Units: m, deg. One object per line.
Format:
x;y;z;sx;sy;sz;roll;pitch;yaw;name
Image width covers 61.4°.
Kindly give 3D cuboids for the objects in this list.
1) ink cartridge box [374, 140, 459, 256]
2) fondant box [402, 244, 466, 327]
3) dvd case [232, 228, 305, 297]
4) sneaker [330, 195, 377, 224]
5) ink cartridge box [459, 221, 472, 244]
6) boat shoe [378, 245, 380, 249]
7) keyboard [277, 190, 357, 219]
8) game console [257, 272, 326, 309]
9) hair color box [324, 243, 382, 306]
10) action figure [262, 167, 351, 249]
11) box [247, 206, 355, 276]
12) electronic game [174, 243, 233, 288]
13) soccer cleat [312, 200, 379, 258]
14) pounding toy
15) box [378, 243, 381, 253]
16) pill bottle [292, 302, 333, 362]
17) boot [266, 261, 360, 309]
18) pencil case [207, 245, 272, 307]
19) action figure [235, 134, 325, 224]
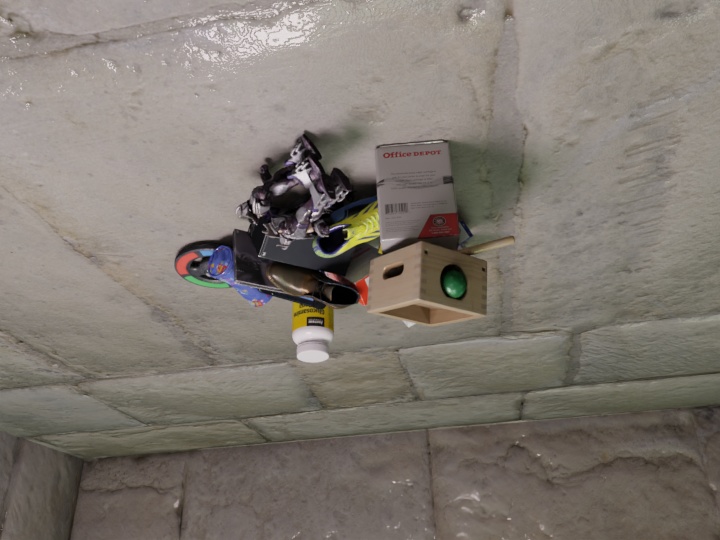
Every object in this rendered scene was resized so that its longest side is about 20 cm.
0.104;-0.133;1.146;0.144;0.203;0.083;-4;155;4;ink cartridge box
0.173;0.026;1.439;0.198;0.145;0.058;-32;123;18;fondant box
-0.179;-0.014;1.319;0.197;0.150;0.016;13;134;-27;dvd case
0.035;-0.113;1.271;0.197;0.079;0.070;-15;177;13;sneaker
0.160;-0.036;1.377;0.199;0.045;0.094;-37;175;15;ink cartridge box
0.089;-0.039;1.447;0.071;0.077;0.200;5;152;-17;boat shoe
-0.076;-0.132;1.226;0.126;0.021;0.200;-28;174;17;keyboard
-0.124;-0.007;1.451;0.198;0.174;0.118;18;172;-32;game console
0.000;0.000;1.359;0.110;0.200;0.065;-31;117;-15;hair color box
-0.099;-0.098;1.105;0.129;0.070;0.200;-14;156;-47;action figure
-0.128;-0.067;1.298;0.197;0.141;0.080;13;111;-26;box
-0.360;-0.007;1.503;0.196;0.042;0.201;-2;152;-1;electronic game
-0.004;-0.083;1.200;0.198;0.065;0.084;-29;-179;-3;soccer cleat
0.143;0.009;1.085;0.182;0.145;0.199;14;161;-31;pounding toy
0.141;-0.030;1.269;0.197;0.049;0.117;20;-174;5;box
-0.125;0.133;1.607;0.110;0.203;0.113;-2;152;-1;pill bottle
-0.092;0.026;1.251;0.198;0.076;0.097;21;169;-25;boot
-0.285;0.017;1.451;0.086;0.079;0.200;6;158;29;pencil case
-0.160;-0.162;1.142;0.198;0.131;0.069;-32;130;18;action figure
